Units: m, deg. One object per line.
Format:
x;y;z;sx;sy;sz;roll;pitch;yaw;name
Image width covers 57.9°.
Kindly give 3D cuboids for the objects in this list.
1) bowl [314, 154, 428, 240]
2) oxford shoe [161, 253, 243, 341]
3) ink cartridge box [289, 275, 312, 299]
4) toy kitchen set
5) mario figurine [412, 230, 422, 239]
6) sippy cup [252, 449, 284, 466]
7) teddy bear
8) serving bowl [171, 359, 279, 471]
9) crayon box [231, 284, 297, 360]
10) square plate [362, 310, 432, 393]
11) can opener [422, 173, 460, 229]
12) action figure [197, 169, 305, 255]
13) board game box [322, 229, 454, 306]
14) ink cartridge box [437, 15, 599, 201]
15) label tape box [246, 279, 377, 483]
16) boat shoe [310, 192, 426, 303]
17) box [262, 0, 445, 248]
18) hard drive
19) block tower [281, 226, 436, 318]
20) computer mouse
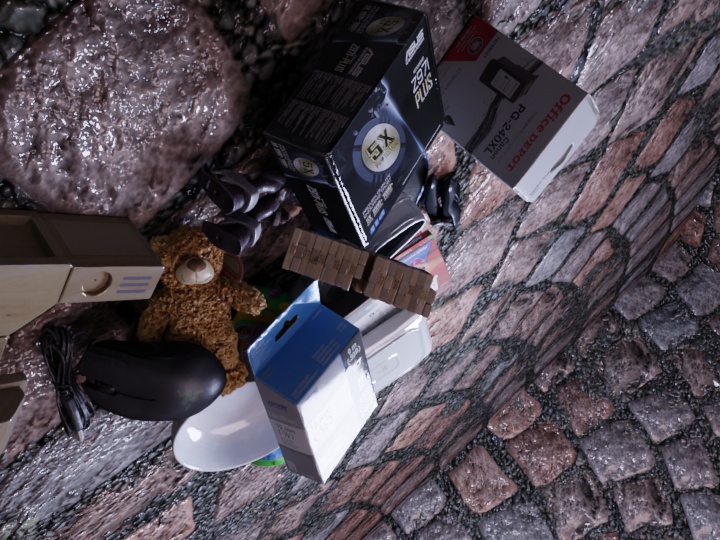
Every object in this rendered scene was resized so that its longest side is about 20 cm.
0.021;-0.109;0.936;0.199;0.039;0.203;-35;151;-22;bowl
-0.214;0.059;0.816;0.201;0.071;0.074;-49;178;4;oxford shoe
-0.092;0.070;1.032;0.196;0.051;0.164;-23;149;-10;ink cartridge box
-0.289;0.077;0.601;0.179;0.163;0.202;-1;130;-54;toy kitchen set
0.062;0.028;1.053;0.123;0.104;0.205;2;105;-75;mario figurine
-0.146;0.217;1.034;0.136;0.181;0.132;8;136;-2;sippy cup
-0.182;0.054;0.734;0.067;0.141;0.205;-94;-162;-74;teddy bear
-0.162;0.184;0.877;0.196;0.066;0.203;-19;141;-16;serving bowl
-0.180;0.115;0.901;0.117;0.059;0.202;12;120;-48;crayon box
0.029;0.142;0.993;0.196;0.029;0.201;-34;153;-7;square plate
0.126;-0.116;1.042;0.200;0.062;0.081;30;61;-76;can opener
-0.099;-0.095;0.752;0.199;0.068;0.133;-35;149;-53;action figure
0.042;0.033;0.995;0.197;0.020;0.104;-33;124;-2;board game box
0.189;-0.212;0.860;0.146;0.200;0.083;-52;152;13;ink cartridge box
-0.053;0.138;0.815;0.143;0.065;0.204;-46;137;-41;label tape box
0.012;-0.019;0.925;0.200;0.069;0.072;-43;154;-5;boat shoe
0.005;-0.159;0.719;0.202;0.085;0.165;-57;152;-19;box
-0.010;0.082;0.935;0.198;0.038;0.140;-36;149;1;hard drive
0.000;0.000;0.833;0.058;0.195;0.055;-135;-115;-80;block tower
-0.246;0.129;0.708;0.194;0.053;0.142;-1;116;-2;computer mouse
